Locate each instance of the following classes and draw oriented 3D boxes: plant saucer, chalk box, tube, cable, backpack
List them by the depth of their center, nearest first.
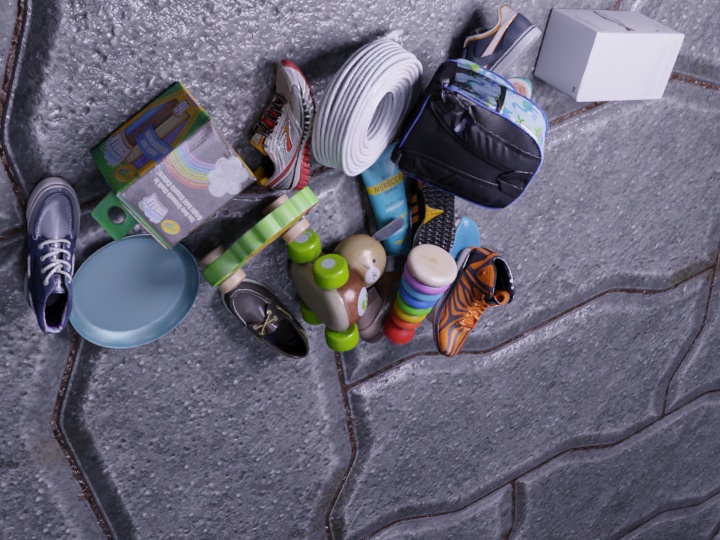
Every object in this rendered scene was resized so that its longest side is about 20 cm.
[{"bbox_3d":[-0.266,-0.125,1.196,0.200,0.124,0.125,-38,137,-2],"label":"chalk box"},{"bbox_3d":[0.011,-0.231,1.291,0.200,0.069,0.201,-37,153,-50],"label":"cable"},{"bbox_3d":[-0.336,0.027,1.331,0.199,0.027,0.201,-19,132,-22],"label":"plant saucer"},{"bbox_3d":[0.173,-0.204,1.337,0.199,0.147,0.183,27,136,-6],"label":"backpack"},{"bbox_3d":[0.047,-0.112,1.479,0.077,0.050,0.201,-33,131,-20],"label":"tube"}]

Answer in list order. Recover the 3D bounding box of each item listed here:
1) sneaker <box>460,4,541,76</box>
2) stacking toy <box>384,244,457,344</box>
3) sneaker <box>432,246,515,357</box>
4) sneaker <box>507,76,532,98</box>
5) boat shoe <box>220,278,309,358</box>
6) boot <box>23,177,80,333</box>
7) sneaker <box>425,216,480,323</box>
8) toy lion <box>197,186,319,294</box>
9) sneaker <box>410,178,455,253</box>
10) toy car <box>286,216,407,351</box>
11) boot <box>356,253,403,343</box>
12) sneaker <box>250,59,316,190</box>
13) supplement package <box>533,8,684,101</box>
[{"bbox_3d":[0.189,-0.322,1.396,0.200,0.079,0.078,-47,176,38],"label":"sneaker"},{"bbox_3d":[0.087,0.051,1.508,0.085,0.086,0.201,-7,142,-30],"label":"stacking toy"},{"bbox_3d":[0.195,0.061,1.540,0.077,0.112,0.201,12,96,-37],"label":"sneaker"},{"bbox_3d":[0.206,-0.235,1.470,0.200,0.071,0.080,-42,177,26],"label":"sneaker"},{"bbox_3d":[-0.149,0.081,1.475,0.072,0.061,0.201,-45,136,3],"label":"boat shoe"},{"bbox_3d":[-0.405,-0.017,1.203,0.072,0.090,0.201,-5,125,-31],"label":"boot"},{"bbox_3d":[0.155,-0.001,1.616,0.076,0.081,0.201,11,96,-37],"label":"sneaker"},{"bbox_3d":[-0.145,-0.047,1.293,0.200,0.192,0.069,-39,94,-2],"label":"toy lion"},{"bbox_3d":[0.116,-0.104,1.493,0.069,0.090,0.201,-3,122,-9],"label":"sneaker"},{"bbox_3d":[0.000,0.000,1.455,0.199,0.158,0.165,-28,134,-21],"label":"toy car"},{"bbox_3d":[0.062,0.040,1.593,0.199,0.070,0.147,-35,143,-9],"label":"boot"},{"bbox_3d":[-0.112,-0.199,1.277,0.082,0.078,0.201,-9,125,-23],"label":"sneaker"},{"bbox_3d":[0.408,-0.355,1.485,0.199,0.117,0.118,-8,127,-30],"label":"supplement package"}]
